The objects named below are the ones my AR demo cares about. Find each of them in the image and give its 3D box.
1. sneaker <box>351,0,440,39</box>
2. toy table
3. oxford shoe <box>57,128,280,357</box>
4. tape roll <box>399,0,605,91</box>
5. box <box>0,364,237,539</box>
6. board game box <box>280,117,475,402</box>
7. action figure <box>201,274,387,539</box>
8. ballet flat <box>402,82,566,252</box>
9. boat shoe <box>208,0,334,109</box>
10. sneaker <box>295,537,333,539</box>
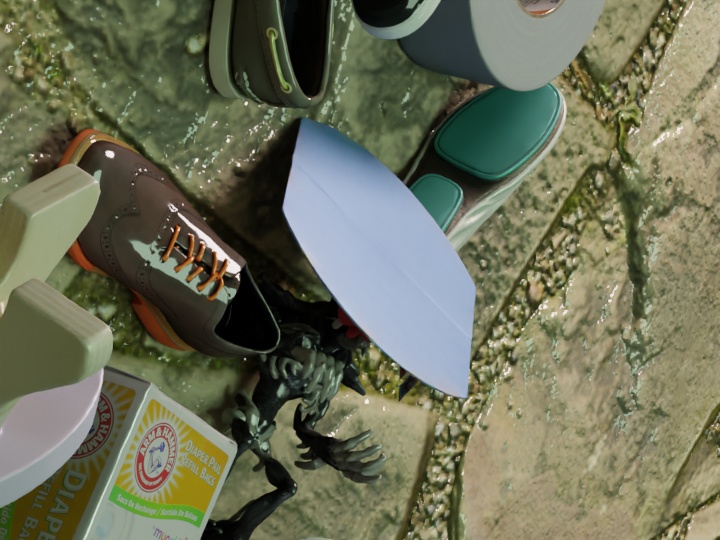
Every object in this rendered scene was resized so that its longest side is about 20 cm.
[{"bbox_3d":[0.017,-0.246,1.670,0.112,0.073,0.201,41,60,-54],"label":"sneaker"},{"bbox_3d":[-0.197,0.029,1.348,0.200,0.183,0.118,-47,158,-51],"label":"toy table"},{"bbox_3d":[-0.102,-0.013,1.564,0.071,0.072,0.200,-64,148,-16],"label":"oxford shoe"},{"bbox_3d":[0.094,-0.217,1.808,0.200,0.066,0.201,-31,128,-50],"label":"tape roll"},{"bbox_3d":[-0.164,0.152,1.508,0.112,0.101,0.201,44,65,-57],"label":"box"},{"bbox_3d":[0.000,0.000,1.691,0.158,0.039,0.200,44,23,-18],"label":"board game box"},{"bbox_3d":[-0.036,0.085,1.695,0.200,0.102,0.119,-59,135,-22],"label":"action figure"},{"bbox_3d":[0.061,-0.048,1.844,0.200,0.069,0.070,-48,141,-31],"label":"ballet flat"},{"bbox_3d":[-0.040,-0.190,1.599,0.072,0.060,0.203,-20,120,-55],"label":"boat shoe"},{"bbox_3d":[-0.080,0.202,1.644,0.198,0.115,0.081,5,73,-21],"label":"sneaker"}]
